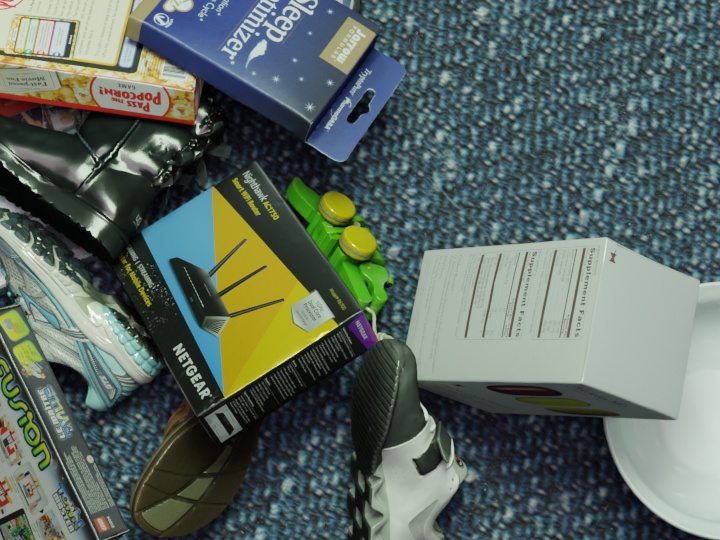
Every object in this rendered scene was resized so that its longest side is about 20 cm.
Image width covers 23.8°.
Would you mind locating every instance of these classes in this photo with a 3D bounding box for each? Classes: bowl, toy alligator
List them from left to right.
[{"bbox_3d":[0.000,0.000,1.383,0.054,0.059,0.200,-1,47,-39],"label":"toy alligator"},{"bbox_3d":[0.284,0.116,1.360,0.200,0.090,0.202,0,78,-2],"label":"bowl"}]

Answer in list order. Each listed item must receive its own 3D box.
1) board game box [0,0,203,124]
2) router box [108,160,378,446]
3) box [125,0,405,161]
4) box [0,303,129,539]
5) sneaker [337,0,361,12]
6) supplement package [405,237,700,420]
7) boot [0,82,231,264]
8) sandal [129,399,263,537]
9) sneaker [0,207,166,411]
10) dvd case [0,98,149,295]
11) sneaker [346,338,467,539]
[{"bbox_3d":[-0.219,-0.203,1.379,0.199,0.046,0.152,9,57,1],"label":"board game box"},{"bbox_3d":[-0.097,0.022,1.345,0.149,0.051,0.200,-32,49,-5],"label":"router box"},{"bbox_3d":[-0.069,-0.180,1.344,0.199,0.032,0.121,31,56,3],"label":"box"},{"bbox_3d":[-0.267,0.141,1.340,0.110,0.035,0.201,-35,77,35],"label":"box"},{"bbox_3d":[-0.056,-0.241,1.444,0.114,0.081,0.200,14,71,6],"label":"sneaker"},{"bbox_3d":[0.142,0.047,1.305,0.113,0.199,0.110,21,75,-36],"label":"supplement package"},{"bbox_3d":[-0.218,-0.114,1.388,0.198,0.073,0.163,34,69,10],"label":"boot"},{"bbox_3d":[-0.125,0.125,1.364,0.082,0.054,0.201,42,61,-34],"label":"sandal"},{"bbox_3d":[-0.251,0.032,1.367,0.200,0.078,0.086,45,97,-2],"label":"sneaker"},{"bbox_3d":[-0.273,-0.095,1.431,0.145,0.022,0.201,-21,78,-5],"label":"dvd case"},{"bbox_3d":[0.040,0.136,1.327,0.088,0.201,0.074,-6,34,-16],"label":"sneaker"}]
